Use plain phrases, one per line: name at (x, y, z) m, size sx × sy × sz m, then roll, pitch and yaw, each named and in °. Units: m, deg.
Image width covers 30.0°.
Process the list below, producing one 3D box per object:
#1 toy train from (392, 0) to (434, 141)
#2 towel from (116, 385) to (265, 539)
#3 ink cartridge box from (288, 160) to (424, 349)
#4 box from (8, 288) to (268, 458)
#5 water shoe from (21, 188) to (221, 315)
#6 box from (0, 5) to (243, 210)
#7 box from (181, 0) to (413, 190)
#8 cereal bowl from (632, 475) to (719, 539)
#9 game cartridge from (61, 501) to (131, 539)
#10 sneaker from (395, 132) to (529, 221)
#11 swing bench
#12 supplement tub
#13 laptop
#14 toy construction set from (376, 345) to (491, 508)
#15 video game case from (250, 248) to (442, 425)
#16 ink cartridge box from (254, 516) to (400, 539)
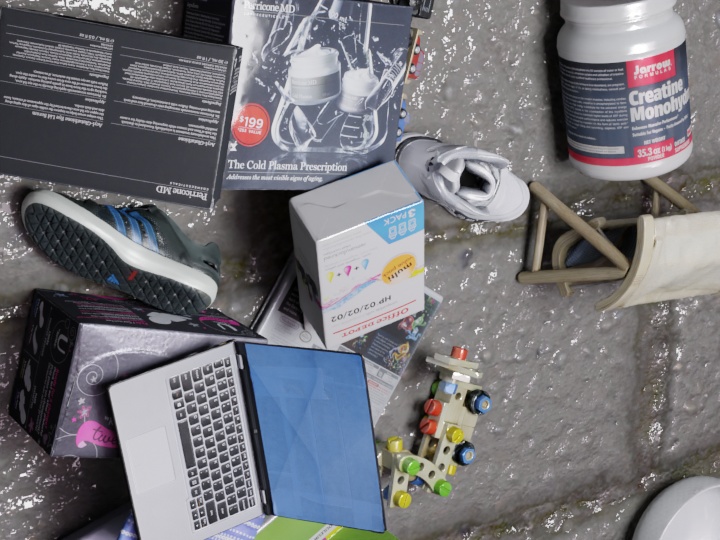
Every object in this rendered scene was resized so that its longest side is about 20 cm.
toy train at (0.044, -0.220, 1.395) m, size 0.046 × 0.034 × 0.201 m, roll 5°, pitch 101°, yaw -48°
towel at (-0.140, 0.212, 1.273) m, size 0.145 × 0.024 × 0.200 m, roll 26°, pitch 90°, yaw -38°
ink cartridge box at (0.000, 0.000, 1.329) m, size 0.115 × 0.068 × 0.200 m, roll -21°, pitch 141°, yaw -15°
box at (-0.209, 0.103, 1.272) m, size 0.200 × 0.115 × 0.132 m, roll 8°, pitch 100°, yaw -35°
water shoe at (-0.223, -0.029, 1.260) m, size 0.200 × 0.071 × 0.079 m, roll 31°, pitch 44°, yaw -23°
box at (-0.212, -0.140, 1.159) m, size 0.199 × 0.079 × 0.142 m, roll 10°, pitch 99°, yaw -2°
box at (-0.067, -0.174, 1.287) m, size 0.200 × 0.104 × 0.183 m, roll -3°, pitch 105°, yaw -34°
cereal bowl at (0.437, 0.365, 1.817) m, size 0.200 × 0.083 × 0.201 m, roll -12°, pitch 112°, yaw -32°
game cartridge at (-0.233, 0.341, 1.359) m, size 0.133 × 0.040 × 0.200 m, roll -27°, pitch 106°, yaw -19°
sneaker at (0.128, -0.088, 1.441) m, size 0.200 × 0.115 × 0.075 m, roll 18°, pitch 95°, yaw -37°
swing bench at (0.323, -0.028, 1.540) m, size 0.199 × 0.200 × 0.130 m, roll -5°, pitch 108°, yaw -33°
supplement tub at (0.294, -0.213, 1.499) m, size 0.140 × 0.140 × 0.200 m, roll -23°, pitch 117°, yaw -27°
laptop at (-0.100, 0.170, 1.203) m, size 0.200 × 0.116 × 0.188 m, roll -19°, pitch 115°, yaw -26°
toy construction set at (0.080, 0.172, 1.514) m, size 0.131 × 0.092 × 0.200 m, roll 16°, pitch 106°, yaw -36°
video game case at (-0.023, 0.067, 1.446) m, size 0.200 × 0.023 × 0.182 m, roll 31°, pitch 87°, yaw -36°
ink cartridge box at (-0.064, 0.265, 1.369) m, size 0.148 × 0.200 × 0.076 m, roll -38°, pitch 122°, yaw -19°
